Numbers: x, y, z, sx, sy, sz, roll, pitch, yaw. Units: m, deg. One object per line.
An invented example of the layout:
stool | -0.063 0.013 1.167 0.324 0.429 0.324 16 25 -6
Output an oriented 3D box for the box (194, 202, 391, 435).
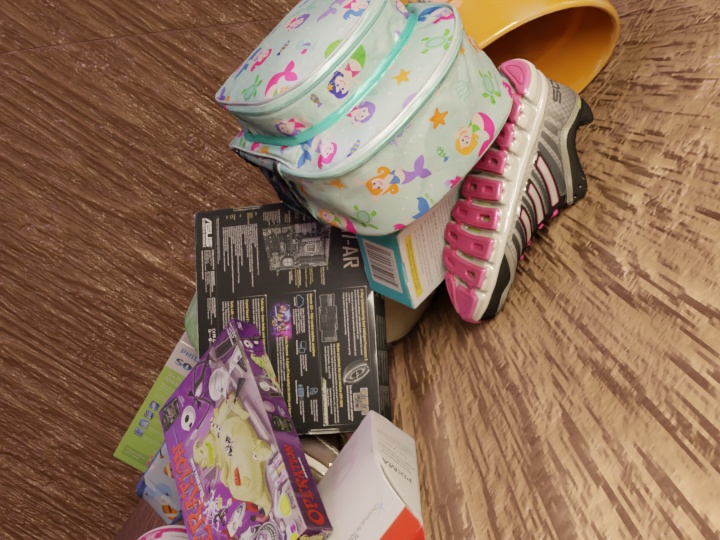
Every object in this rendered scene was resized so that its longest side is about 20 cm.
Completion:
box | -0.060 0.041 0.772 0.044 0.160 0.200 29 -124 -74

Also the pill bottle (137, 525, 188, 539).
pill bottle | -0.195 0.341 0.868 0.113 0.113 0.200 -56 8 7

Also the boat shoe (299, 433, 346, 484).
boat shoe | -0.049 0.160 0.836 0.060 0.072 0.200 -41 15 -18

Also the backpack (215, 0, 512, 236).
backpack | 0.003 -0.122 0.658 0.178 0.151 0.200 -49 38 -7

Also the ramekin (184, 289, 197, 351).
ramekin | -0.100 0.058 1.016 0.098 0.200 0.200 -58 6 18

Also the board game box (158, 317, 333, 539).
board game box | -0.095 0.146 0.674 0.120 0.032 0.200 -54 41 25

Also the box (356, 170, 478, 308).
box | 0.081 -0.066 0.742 0.200 0.049 0.082 -44 -41 -28

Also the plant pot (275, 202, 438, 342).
plant pot | 0.000 0.000 0.907 0.200 0.200 0.135 -95 2 -79

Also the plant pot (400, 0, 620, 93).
plant pot | 0.105 -0.242 0.829 0.200 0.183 0.200 -23 -20 -9

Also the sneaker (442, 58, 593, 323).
sneaker | 0.125 -0.053 0.679 0.074 0.087 0.200 -147 67 -63

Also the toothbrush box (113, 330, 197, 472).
toothbrush box | -0.205 0.183 1.164 0.200 0.146 0.086 -58 8 21

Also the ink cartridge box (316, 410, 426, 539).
ink cartridge box | -0.020 0.201 0.596 0.163 0.057 0.200 -55 3 11

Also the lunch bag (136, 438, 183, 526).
lunch bag | -0.167 0.197 1.041 0.200 0.076 0.160 -53 -11 22
